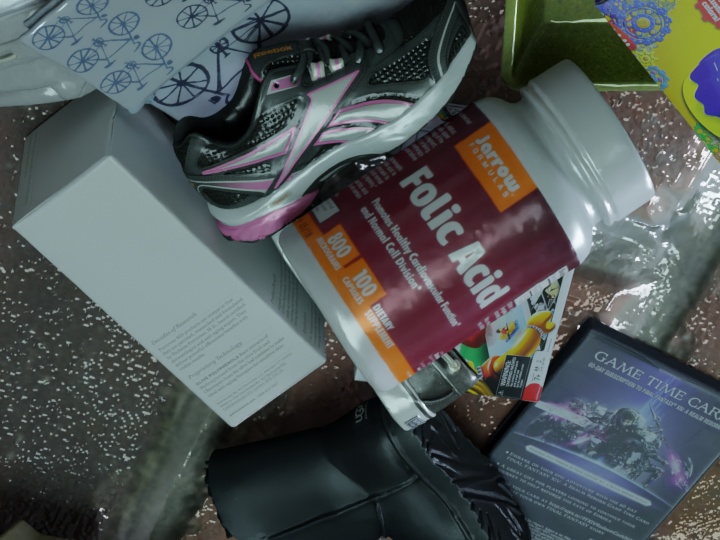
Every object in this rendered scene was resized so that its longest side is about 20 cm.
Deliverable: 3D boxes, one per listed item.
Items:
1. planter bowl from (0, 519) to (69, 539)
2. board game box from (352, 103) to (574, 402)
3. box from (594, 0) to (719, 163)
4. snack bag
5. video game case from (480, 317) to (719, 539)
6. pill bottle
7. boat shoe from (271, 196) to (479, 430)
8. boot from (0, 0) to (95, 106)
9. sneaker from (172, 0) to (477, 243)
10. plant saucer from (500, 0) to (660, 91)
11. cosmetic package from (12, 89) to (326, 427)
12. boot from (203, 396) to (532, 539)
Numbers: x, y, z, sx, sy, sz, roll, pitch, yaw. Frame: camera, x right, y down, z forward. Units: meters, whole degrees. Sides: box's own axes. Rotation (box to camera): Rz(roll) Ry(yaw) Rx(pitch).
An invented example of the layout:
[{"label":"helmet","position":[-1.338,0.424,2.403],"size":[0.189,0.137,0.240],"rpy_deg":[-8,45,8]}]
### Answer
[{"label":"planter bowl","position":[-0.231,0.255,1.564],"size":[0.200,0.200,0.135],"rpy_deg":[-40,91,22]},{"label":"board game box","position":[0.073,-0.010,1.478],"size":[0.126,0.035,0.201],"rpy_deg":[7,124,-7]},{"label":"box","position":[0.232,-0.154,1.223],"size":[0.122,0.193,0.200],"rpy_deg":[-25,123,29]},{"label":"snack bag","position":[-0.067,-0.148,1.333],"size":[0.188,0.021,0.200],"rpy_deg":[-34,146,18]},{"label":"video game case","position":[0.158,0.134,1.593],"size":[0.142,0.019,0.200],"rpy_deg":[26,118,-20]},{"label":"pill bottle","position":[0.063,-0.028,1.340],"size":[0.200,0.114,0.114],"rpy_deg":[-34,121,0]},{"label":"boat shoe","position":[0.000,0.000,1.433],"size":[0.064,0.071,0.200],"rpy_deg":[-34,92,8]},{"label":"boot","position":[-0.150,-0.160,1.351],"size":[0.199,0.074,0.096],"rpy_deg":[-16,134,13]},{"label":"sneaker","position":[-0.023,-0.103,1.342],"size":[0.200,0.080,0.086],"rpy_deg":[-40,120,4]},{"label":"plant saucer","position":[0.183,-0.202,1.346],"size":[0.199,0.048,0.201],"rpy_deg":[0,124,-3]},{"label":"cosmetic package","position":[-0.113,-0.014,1.421],"size":[0.085,0.108,0.200],"rpy_deg":[-35,118,20]},{"label":"boot","position":[0.007,0.170,1.562],"size":[0.168,0.077,0.200],"rpy_deg":[-23,124,24]}]
